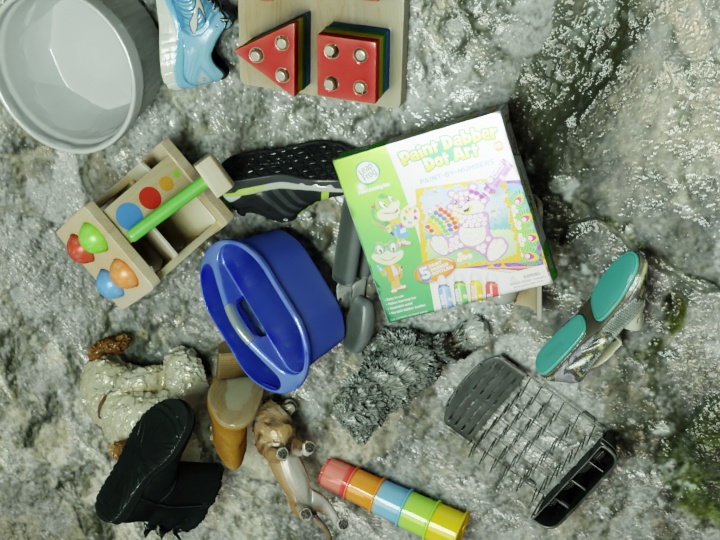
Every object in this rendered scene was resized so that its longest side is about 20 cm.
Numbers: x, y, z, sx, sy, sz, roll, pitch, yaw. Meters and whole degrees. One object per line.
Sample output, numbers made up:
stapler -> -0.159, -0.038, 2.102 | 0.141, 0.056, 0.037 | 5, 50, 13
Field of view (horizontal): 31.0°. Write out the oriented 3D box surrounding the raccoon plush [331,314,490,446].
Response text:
raccoon plush -> 0.047, 0.120, 1.542 | 0.097, 0.134, 0.200 | 46, 124, -3

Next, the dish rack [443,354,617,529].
dish rack -> 0.197, 0.201, 1.570 | 0.200, 0.055, 0.154 | 36, 123, 2

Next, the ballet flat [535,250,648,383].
ballet flat -> 0.276, 0.057, 1.462 | 0.072, 0.072, 0.201 | 37, 124, 1

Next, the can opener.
can opener -> 0.000, 0.000, 1.548 | 0.066, 0.053, 0.201 | 24, 123, 32

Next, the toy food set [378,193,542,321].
toy food set -> 0.113, -0.019, 1.486 | 0.199, 0.060, 0.144 | 6, 119, 20

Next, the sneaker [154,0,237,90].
sneaker -> -0.184, -0.304, 1.472 | 0.089, 0.079, 0.201 | 0, 121, 2

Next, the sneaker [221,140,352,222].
sneaker -> -0.077, -0.099, 1.535 | 0.199, 0.072, 0.083 | 1, 137, 25

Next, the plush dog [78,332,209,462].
plush dog -> -0.312, 0.182, 1.740 | 0.171, 0.160, 0.201 | 32, 128, 33

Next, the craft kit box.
craft kit box -> 0.094, -0.059, 1.425 | 0.199, 0.049, 0.199 | -15, 100, 21

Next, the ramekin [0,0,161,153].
ramekin -> -0.326, -0.249, 1.528 | 0.199, 0.105, 0.201 | 10, 120, 18

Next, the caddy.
caddy -> -0.114, 0.049, 1.562 | 0.201, 0.105, 0.141 | 57, 138, 7

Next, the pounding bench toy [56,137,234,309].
pounding bench toy -> -0.247, -0.057, 1.520 | 0.124, 0.156, 0.200 | 50, 150, -8

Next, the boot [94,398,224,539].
boot -> -0.236, 0.258, 1.676 | 0.073, 0.162, 0.199 | 41, 101, 35

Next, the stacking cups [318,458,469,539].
stacking cups -> 0.039, 0.305, 1.688 | 0.199, 0.061, 0.061 | 20, 122, 14

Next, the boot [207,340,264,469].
boot -> -0.158, 0.194, 1.645 | 0.070, 0.201, 0.145 | -2, 115, -8

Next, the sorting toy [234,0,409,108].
sorting toy -> -0.052, -0.279, 1.415 | 0.198, 0.070, 0.201 | 11, 120, 18

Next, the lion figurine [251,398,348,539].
lion figurine -> -0.085, 0.264, 1.677 | 0.122, 0.072, 0.201 | -1, 105, 68
